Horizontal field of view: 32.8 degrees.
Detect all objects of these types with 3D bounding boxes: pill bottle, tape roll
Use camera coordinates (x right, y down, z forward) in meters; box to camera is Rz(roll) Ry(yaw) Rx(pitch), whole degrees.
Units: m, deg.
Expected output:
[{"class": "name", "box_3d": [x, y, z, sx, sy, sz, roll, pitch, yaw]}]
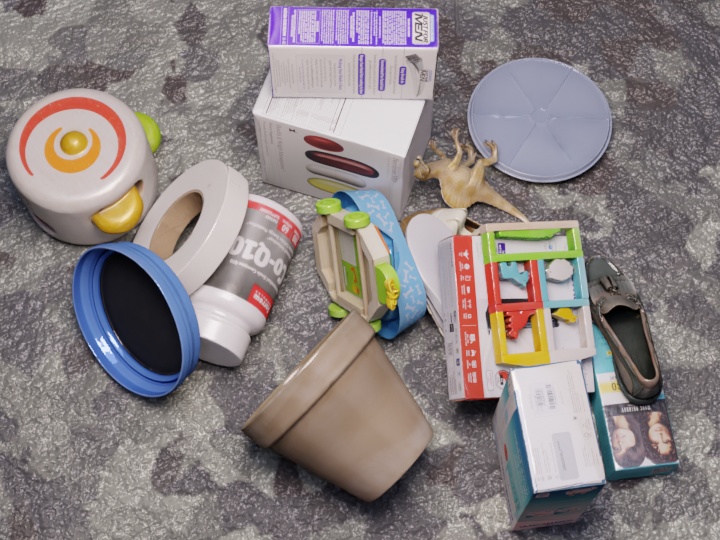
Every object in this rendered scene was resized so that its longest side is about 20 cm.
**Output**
[{"class": "pill bottle", "box_3d": [-0.158, 0.013, 1.555, 0.114, 0.114, 0.200, 17, 67, 7]}, {"class": "tape roll", "box_3d": [-0.220, -0.049, 1.552, 0.037, 0.203, 0.203, 36, 64, -31]}]

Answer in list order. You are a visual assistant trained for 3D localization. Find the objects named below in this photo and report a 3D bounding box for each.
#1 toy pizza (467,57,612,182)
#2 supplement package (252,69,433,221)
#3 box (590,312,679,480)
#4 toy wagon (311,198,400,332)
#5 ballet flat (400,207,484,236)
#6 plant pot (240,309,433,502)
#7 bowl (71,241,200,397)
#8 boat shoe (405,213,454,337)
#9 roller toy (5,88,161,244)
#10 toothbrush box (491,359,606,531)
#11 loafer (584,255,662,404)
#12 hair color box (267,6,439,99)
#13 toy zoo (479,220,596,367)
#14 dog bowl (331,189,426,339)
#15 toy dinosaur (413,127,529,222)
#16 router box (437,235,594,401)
[{"class": "toy pizza", "box_3d": [0.247, -0.206, 1.698, 0.200, 0.032, 0.200, 0, 65, -1]}, {"class": "supplement package", "box_3d": [-0.018, -0.190, 1.602, 0.200, 0.191, 0.147, 16, 68, 7]}, {"class": "box", "box_3d": [0.333, 0.156, 1.529, 0.082, 0.049, 0.200, -6, 66, -3]}, {"class": "toy wagon", "box_3d": [0.000, 0.000, 1.514, 0.040, 0.155, 0.200, -19, 26, -27]}, {"class": "ballet flat", "box_3d": [0.148, -0.041, 1.601, 0.200, 0.072, 0.068, 27, 60, 11]}, {"class": "plant pot", "box_3d": [-0.014, 0.175, 1.461, 0.174, 0.200, 0.200, 44, 72, -2]}, {"class": "bowl", "box_3d": [-0.274, 0.058, 1.499, 0.201, 0.201, 0.039, 43, 43, 17]}, {"class": "boat shoe", "box_3d": [0.109, 0.025, 1.569, 0.072, 0.066, 0.200, -25, 78, -23]}, {"class": "roller toy", "box_3d": [-0.364, -0.136, 1.605, 0.182, 0.140, 0.200, 3, 67, 2]}, {"class": "toothbrush box", "box_3d": [0.214, 0.207, 1.425, 0.085, 0.200, 0.147, -7, 67, -3]}, {"class": "loafer", "box_3d": [0.327, 0.063, 1.508, 0.072, 0.063, 0.200, -16, 66, -5]}, {"class": "hair color box", "box_3d": [-0.008, -0.260, 1.469, 0.200, 0.109, 0.065, 2, 65, 0]}, {"class": "toy zoo", "box_3d": [0.217, 0.040, 1.488, 0.131, 0.020, 0.200, -2, 81, -21]}, {"class": "dog bowl", "box_3d": [0.024, -0.013, 1.563, 0.050, 0.111, 0.200, -18, 80, -24]}, {"class": "toy dinosaur", "box_3d": [0.146, -0.125, 1.637, 0.200, 0.058, 0.101, 22, 73, -26]}, {"class": "router box", "box_3d": [0.192, 0.057, 1.514, 0.179, 0.049, 0.200, -1, 81, -20]}]
